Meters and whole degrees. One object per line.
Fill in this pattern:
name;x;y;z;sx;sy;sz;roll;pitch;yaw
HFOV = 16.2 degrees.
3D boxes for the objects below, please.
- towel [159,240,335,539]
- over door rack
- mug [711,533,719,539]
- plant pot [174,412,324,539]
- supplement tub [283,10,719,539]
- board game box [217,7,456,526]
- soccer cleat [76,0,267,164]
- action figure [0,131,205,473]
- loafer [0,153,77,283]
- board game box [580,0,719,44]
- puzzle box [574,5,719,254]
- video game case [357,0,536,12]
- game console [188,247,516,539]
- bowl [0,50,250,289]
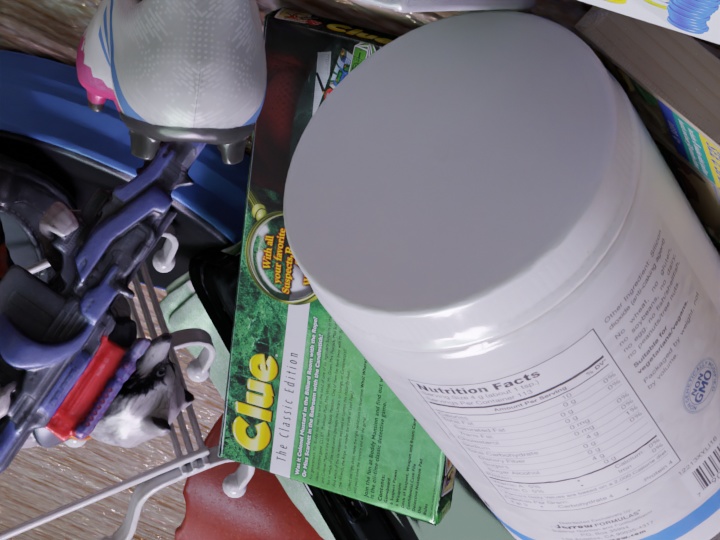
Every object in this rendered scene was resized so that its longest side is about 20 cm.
towel;-0.007;0.037;1.180;0.153;0.023;0.200;54;141;1
over door rack;-0.162;0.069;1.174;0.198;0.148;0.067;-16;145;-8
mug;0.091;0.098;1.217;0.199;0.179;0.133;14;-169;36
plant pot;0.009;0.161;1.492;0.194;0.202;0.201;22;166;28
supplement tub;0.069;0.013;0.935;0.131;0.133;0.200;10;153;35
board game box;0.000;0.000;1.035;0.104;0.202;0.023;16;-154;16
soccer cleat;-0.070;-0.097;0.998;0.069;0.087;0.200;4;-170;-13
action figure;-0.143;-0.004;1.112;0.193;0.200;0.105;43;180;6
loafer;-0.175;-0.004;1.250;0.068;0.071;0.201;21;163;7
board game box;0.073;-0.138;0.695;0.199;0.056;0.196;18;163;11
puzzle box;0.151;-0.015;0.936;0.133;0.025;0.200;43;174;29
video game case;-0.051;-0.119;0.862;0.199;0.018;0.143;16;-168;19
game console;0.026;0.058;1.130;0.201;0.116;0.176;61;172;-8
bowl;-0.130;-0.044;1.265;0.199;0.040;0.201;20;163;6
